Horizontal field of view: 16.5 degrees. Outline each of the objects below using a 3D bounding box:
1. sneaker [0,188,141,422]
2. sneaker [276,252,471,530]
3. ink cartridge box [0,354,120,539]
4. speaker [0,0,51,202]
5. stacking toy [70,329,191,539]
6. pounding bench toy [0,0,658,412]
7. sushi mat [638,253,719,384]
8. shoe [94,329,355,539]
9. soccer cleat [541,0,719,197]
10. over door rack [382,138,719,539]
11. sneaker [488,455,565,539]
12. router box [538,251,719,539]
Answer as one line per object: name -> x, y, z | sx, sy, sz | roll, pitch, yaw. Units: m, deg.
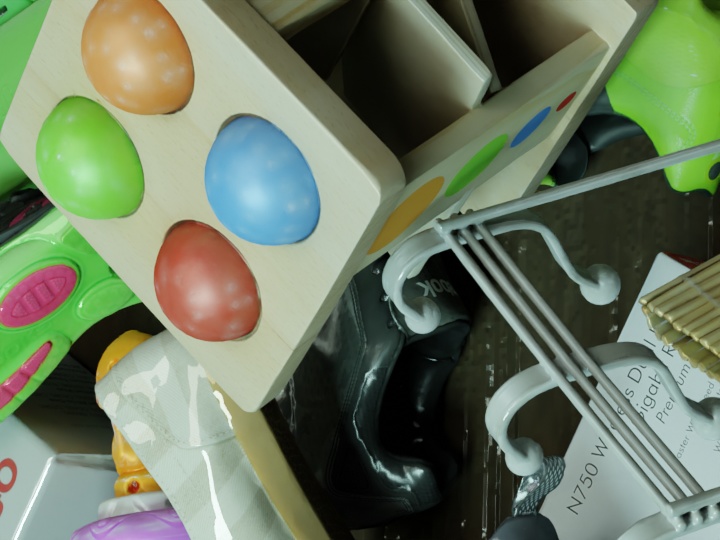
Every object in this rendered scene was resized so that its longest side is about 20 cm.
sneaker -> -0.112, -0.014, 0.953 | 0.199, 0.077, 0.084 | -31, 38, -8
sneaker -> 0.000, 0.000, 0.905 | 0.090, 0.066, 0.202 | -7, 88, 34
ink cartridge box -> -0.179, 0.094, 1.034 | 0.200, 0.084, 0.147 | 34, 105, 40
speaker -> -0.126, -0.071, 1.002 | 0.199, 0.088, 0.089 | -30, 64, 25
stacking toy -> -0.074, 0.122, 0.916 | 0.116, 0.109, 0.202 | -15, 76, 36
pounding bench toy -> -0.043, -0.085, 0.790 | 0.200, 0.156, 0.124 | 46, 141, 12
sushi mat -> 0.185, -0.009, 0.690 | 0.096, 0.199, 0.012 | 45, 156, 42
shoe -> -0.026, 0.107, 0.860 | 0.053, 0.070, 0.201 | -27, 104, 0
soccer cleat -> 0.048, -0.075, 0.878 | 0.199, 0.067, 0.082 | 15, 98, 39
over door rack -> 0.127, 0.015, 0.735 | 0.148, 0.199, 0.067 | 53, 161, 42
sneaker -> 0.070, 0.126, 0.751 | 0.199, 0.077, 0.141 | -7, 79, 40
router box -> 0.130, 0.123, 0.783 | 0.179, 0.049, 0.201 | 32, 104, 39
